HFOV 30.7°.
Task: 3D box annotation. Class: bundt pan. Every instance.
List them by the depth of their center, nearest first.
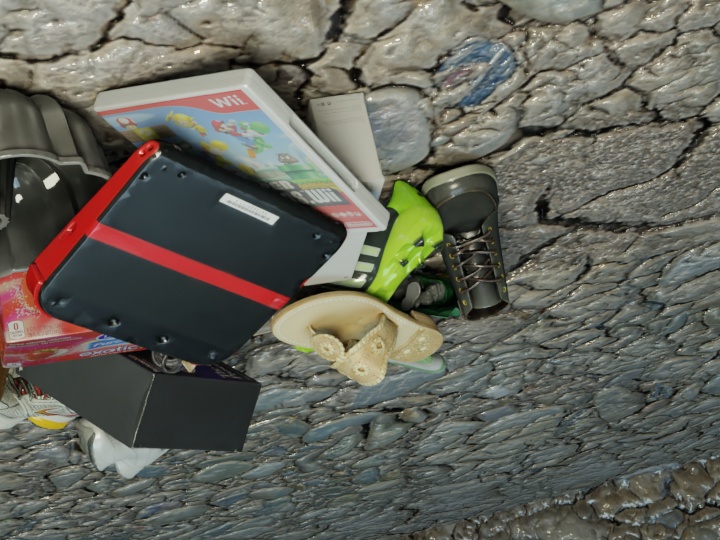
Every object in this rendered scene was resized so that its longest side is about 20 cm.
[{"bbox_3d":[-0.277,-0.066,0.955,0.202,0.076,0.202,-12,158,-5],"label":"bundt pan"}]

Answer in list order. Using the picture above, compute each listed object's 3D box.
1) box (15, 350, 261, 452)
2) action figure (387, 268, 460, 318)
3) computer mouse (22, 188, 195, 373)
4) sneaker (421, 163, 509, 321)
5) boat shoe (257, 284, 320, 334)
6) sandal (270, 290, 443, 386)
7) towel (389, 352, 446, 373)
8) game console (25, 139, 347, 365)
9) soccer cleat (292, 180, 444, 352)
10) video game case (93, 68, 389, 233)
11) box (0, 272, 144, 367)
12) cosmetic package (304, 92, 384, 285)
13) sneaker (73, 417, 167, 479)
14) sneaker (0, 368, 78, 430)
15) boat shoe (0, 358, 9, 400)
[{"bbox_3d":[-0.217,0.105,1.275,0.200,0.079,0.141,23,-170,40],"label":"box"},{"bbox_3d":[0.077,0.020,1.408,0.118,0.055,0.200,15,-170,24],"label":"action figure"},{"bbox_3d":[-0.192,-0.006,1.093,0.200,0.110,0.044,40,168,-16],"label":"computer mouse"},{"bbox_3d":[0.113,-0.025,1.276,0.075,0.106,0.200,-16,159,5],"label":"sneaker"},{"bbox_3d":[-0.101,0.028,1.306,0.200,0.075,0.073,-14,-171,-21],"label":"boat shoe"},{"bbox_3d":[0.014,0.074,1.226,0.212,0.070,0.078,12,131,-47],"label":"sandal"},{"bbox_3d":[0.003,0.067,1.464,0.149,0.031,0.200,11,167,24],"label":"towel"},{"bbox_3d":[-0.133,-0.007,0.998,0.200,0.031,0.177,23,120,-42],"label":"game console"},{"bbox_3d":[0.000,0.000,1.254,0.200,0.081,0.068,-45,145,23],"label":"soccer cleat"},{"bbox_3d":[-0.086,-0.081,0.991,0.143,0.017,0.200,-3,150,33],"label":"video game case"},{"bbox_3d":[-0.223,0.017,1.159,0.200,0.100,0.095,-7,164,-19],"label":"box"},{"bbox_3d":[-0.025,-0.064,1.122,0.051,0.083,0.200,-10,158,-13],"label":"cosmetic package"},{"bbox_3d":[-0.301,0.210,1.669,0.087,0.075,0.200,-29,165,3],"label":"sneaker"},{"bbox_3d":[-0.346,0.121,1.402,0.082,0.078,0.200,-26,166,17],"label":"sneaker"},{"bbox_3d":[-0.363,0.091,1.176,0.072,0.200,0.072,-17,127,33],"label":"boat shoe"}]
